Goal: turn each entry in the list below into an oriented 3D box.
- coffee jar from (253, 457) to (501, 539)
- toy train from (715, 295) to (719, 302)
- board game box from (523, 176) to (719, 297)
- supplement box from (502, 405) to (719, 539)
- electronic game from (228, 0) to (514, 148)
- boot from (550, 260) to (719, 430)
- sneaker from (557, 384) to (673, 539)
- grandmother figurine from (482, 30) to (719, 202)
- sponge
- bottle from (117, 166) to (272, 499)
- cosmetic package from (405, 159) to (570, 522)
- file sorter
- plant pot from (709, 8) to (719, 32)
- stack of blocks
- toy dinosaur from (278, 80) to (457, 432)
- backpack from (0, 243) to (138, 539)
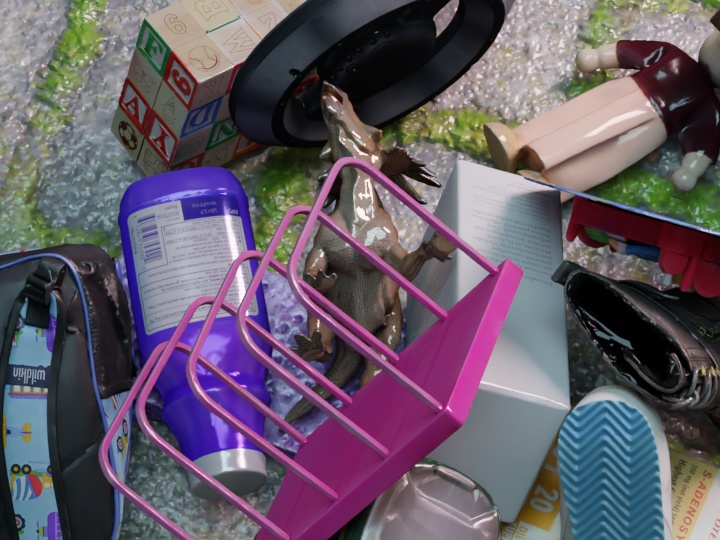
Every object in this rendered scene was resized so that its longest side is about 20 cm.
[{"bbox_3d":[-0.003,0.175,1.506,0.085,0.200,0.105,28,65,-15],"label":"coffee jar"},{"bbox_3d":[0.317,0.036,1.629,0.199,0.087,0.115,0,71,0],"label":"toy train"},{"bbox_3d":[0.172,-0.013,1.540,0.157,0.200,0.039,15,93,-6],"label":"board game box"},{"bbox_3d":[0.179,0.177,1.568,0.199,0.074,0.126,22,69,10],"label":"supplement box"},{"bbox_3d":[0.009,-0.139,1.643,0.199,0.200,0.042,-25,71,-11],"label":"electronic game"},{"bbox_3d":[0.203,0.070,1.511,0.200,0.174,0.069,41,102,20],"label":"boot"},{"bbox_3d":[0.147,0.164,1.488,0.076,0.081,0.201,4,100,12],"label":"sneaker"},{"bbox_3d":[0.186,-0.104,1.708,0.200,0.061,0.122,-30,77,-10],"label":"grandmother figurine"},{"bbox_3d":[-0.071,0.053,1.651,0.199,0.030,0.112,18,67,8],"label":"sponge"},{"bbox_3d":[-0.095,0.038,1.606,0.083,0.065,0.201,-11,66,-3],"label":"bottle"},{"bbox_3d":[0.073,0.039,1.572,0.071,0.102,0.200,15,40,-10],"label":"cosmetic package"},{"bbox_3d":[-0.033,0.056,1.447,0.125,0.200,0.139,39,38,-11],"label":"file sorter"},{"bbox_3d":[0.349,-0.135,1.628,0.186,0.186,0.200,-38,88,-16],"label":"plant pot"},{"bbox_3d":[-0.055,-0.140,1.691,0.200,0.115,0.059,-28,67,-32],"label":"stack of blocks"},{"bbox_3d":[0.000,0.000,1.600,0.085,0.201,0.136,10,24,-8],"label":"toy dinosaur"},{"bbox_3d":[-0.214,0.093,1.573,0.182,0.135,0.201,-11,94,12],"label":"backpack"}]
